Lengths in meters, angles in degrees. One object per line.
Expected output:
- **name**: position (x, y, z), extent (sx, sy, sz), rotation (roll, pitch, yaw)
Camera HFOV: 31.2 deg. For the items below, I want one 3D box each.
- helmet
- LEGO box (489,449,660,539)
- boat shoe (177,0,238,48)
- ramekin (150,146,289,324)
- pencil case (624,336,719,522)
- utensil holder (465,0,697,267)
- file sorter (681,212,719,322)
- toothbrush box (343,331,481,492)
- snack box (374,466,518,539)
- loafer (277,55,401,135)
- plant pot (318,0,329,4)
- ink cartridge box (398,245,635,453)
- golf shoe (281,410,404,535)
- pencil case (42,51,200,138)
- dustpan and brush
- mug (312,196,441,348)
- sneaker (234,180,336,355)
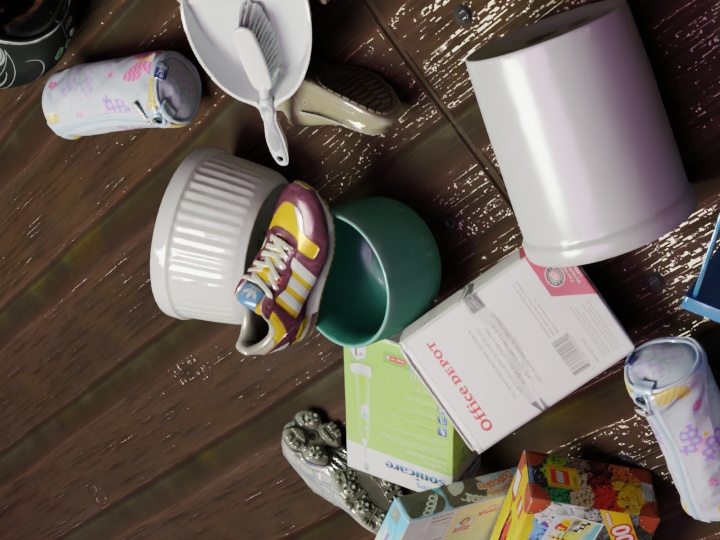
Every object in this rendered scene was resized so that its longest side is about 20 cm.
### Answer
- **helmet**: position (-0.432, -0.307, 1.498), extent (0.201, 0.200, 0.190), rotation (57, 153, -8)
- **LEGO box**: position (0.230, 0.307, 1.448), extent (0.147, 0.077, 0.201), rotation (9, 126, -6)
- **boat shoe**: position (-0.173, -0.324, 1.377), extent (0.200, 0.093, 0.075), rotation (42, 131, 5)
- **ramekin**: position (-0.147, -0.033, 1.468), extent (0.104, 0.200, 0.202), rotation (13, 123, 15)
- **pencil case**: position (0.333, 0.161, 1.296), extent (0.083, 0.091, 0.201), rotation (-6, 128, 37)
- **utensil holder**: position (0.201, -0.128, 1.194), extent (0.169, 0.170, 0.201), rotation (-12, 108, 37)
- **file sorter**: position (0.413, -0.008, 1.144), extent (0.199, 0.139, 0.124), rotation (23, 123, 21)
- **toothbrush box**: position (0.063, 0.150, 1.501), extent (0.145, 0.086, 0.202), rotation (15, 123, 27)
- **snack box**: position (0.111, 0.289, 1.483), extent (0.037, 0.198, 0.117), rotation (56, 139, 35)
- **loafer**: position (-0.041, -0.185, 1.388), extent (0.199, 0.075, 0.069), rotation (28, 130, 30)
- **plant pot**: position (-0.064, -0.366, 1.253), extent (0.093, 0.201, 0.201), rotation (-39, 92, 1)
- **ink cartridge box**: position (0.160, 0.072, 1.338), extent (0.199, 0.085, 0.146), rotation (-35, 95, 9)
- **golf shoe**: position (-0.022, 0.268, 1.651), extent (0.200, 0.078, 0.097), rotation (45, 149, 11)
- **pencil case**: position (-0.281, -0.202, 1.514), extent (0.199, 0.092, 0.083), rotation (0, 160, 35)
- **dustpan and brush**: position (-0.101, -0.200, 1.334), extent (0.138, 0.058, 0.201), rotation (-1, 136, 18)
- **mug**: position (0.004, -0.008, 1.423), extent (0.184, 0.114, 0.153), rotation (23, 121, 40)
- **sneaker**: position (-0.085, 0.003, 1.367), extent (0.075, 0.090, 0.202), rotation (31, 127, 35)
